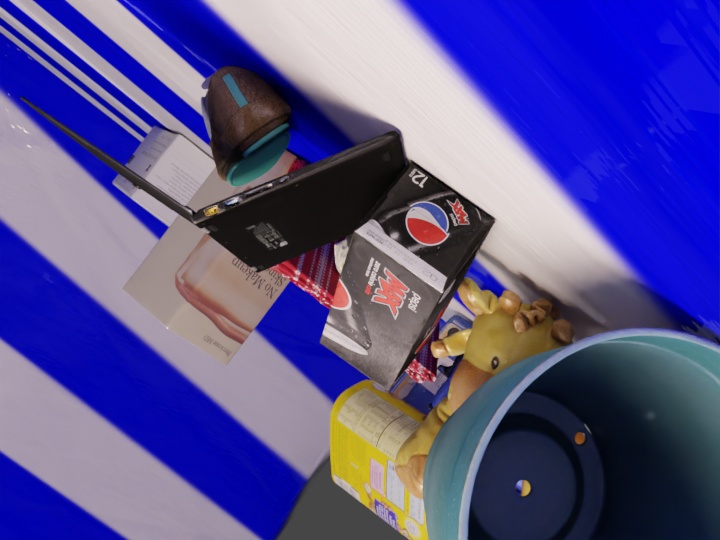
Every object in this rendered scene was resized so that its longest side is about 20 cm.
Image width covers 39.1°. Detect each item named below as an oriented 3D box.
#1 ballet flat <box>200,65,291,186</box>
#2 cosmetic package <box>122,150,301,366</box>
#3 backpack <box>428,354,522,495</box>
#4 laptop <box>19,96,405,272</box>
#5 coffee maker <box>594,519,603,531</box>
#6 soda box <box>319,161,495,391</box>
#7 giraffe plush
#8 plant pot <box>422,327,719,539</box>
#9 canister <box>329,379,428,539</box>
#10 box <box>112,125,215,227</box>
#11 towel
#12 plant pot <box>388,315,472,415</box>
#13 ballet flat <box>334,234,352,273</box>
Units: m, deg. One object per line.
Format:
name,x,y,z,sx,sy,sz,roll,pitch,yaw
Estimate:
ballet flat,-0.092,-0.112,0.760,0.073,0.068,0.200,56,175,-2
cosmetic package,-0.121,-0.023,0.989,0.087,0.200,0.103,33,175,39
backpack,0.139,0.141,0.969,0.162,0.168,0.200,41,-177,6
laptop,-0.080,-0.073,0.673,0.187,0.199,0.116,57,-169,-80
coffee maker,0.260,0.227,0.726,0.200,0.192,0.135,33,159,16
soda box,0.025,0.012,0.696,0.071,0.063,0.200,35,155,8
giraffe plush,0.116,0.093,0.760,0.172,0.201,0.162,8,154,6
plant pot,0.122,0.137,0.586,0.200,0.200,0.188,36,168,-7
canister,0.057,0.225,1.130,0.200,0.086,0.149,29,130,40
box,-0.290,-0.130,1.717,0.200,0.131,0.199,38,175,-25
towel,0.000,0.000,0.925,0.200,0.022,0.145,39,-144,-26
plant pot,0.143,0.184,1.255,0.200,0.200,0.180,34,169,35
ballet flat,0.009,-0.021,0.856,0.068,0.068,0.200,38,176,6
